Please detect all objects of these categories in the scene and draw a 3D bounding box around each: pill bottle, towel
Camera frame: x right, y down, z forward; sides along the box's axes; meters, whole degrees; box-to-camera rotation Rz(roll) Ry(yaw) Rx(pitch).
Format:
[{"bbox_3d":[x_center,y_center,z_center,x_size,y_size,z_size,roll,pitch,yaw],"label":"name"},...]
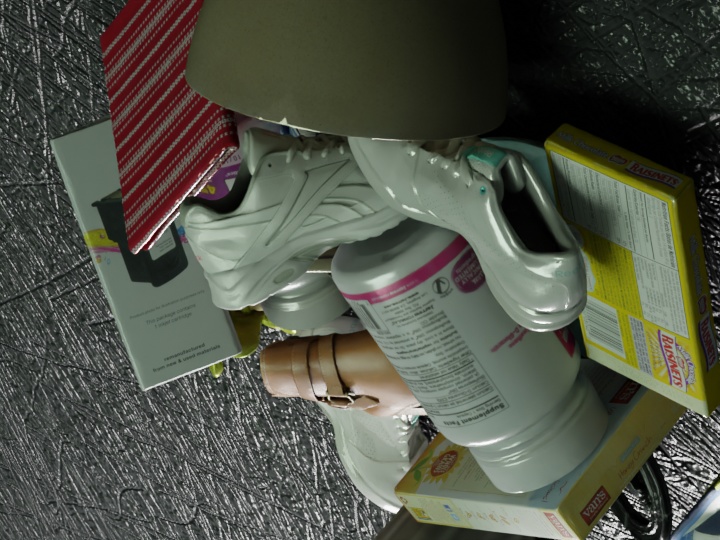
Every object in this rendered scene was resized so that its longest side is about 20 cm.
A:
[{"bbox_3d":[-0.067,-0.055,1.727,0.112,0.112,0.201,18,143,43],"label":"pill bottle"},{"bbox_3d":[0.078,0.045,1.568,0.113,0.113,0.200,0,130,56],"label":"pill bottle"},{"bbox_3d":[-0.133,-0.130,1.636,0.022,0.201,0.145,11,142,-32],"label":"towel"}]

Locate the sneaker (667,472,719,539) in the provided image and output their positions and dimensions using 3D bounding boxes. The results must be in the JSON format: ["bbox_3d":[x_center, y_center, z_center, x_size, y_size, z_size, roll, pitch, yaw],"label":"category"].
[{"bbox_3d":[0.271,0.177,1.613,0.082,0.074,0.200,39,155,7],"label":"sneaker"}]

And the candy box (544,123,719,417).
[{"bbox_3d":[0.174,0.002,1.465,0.102,0.026,0.201,25,148,34],"label":"candy box"}]

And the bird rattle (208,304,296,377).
[{"bbox_3d":[-0.110,-0.028,1.890,0.163,0.112,0.201,-28,93,51],"label":"bird rattle"}]

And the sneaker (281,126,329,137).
[{"bbox_3d":[-0.025,-0.112,1.612,0.082,0.074,0.201,3,130,57],"label":"sneaker"}]

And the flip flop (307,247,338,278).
[{"bbox_3d":[0.000,0.000,1.648,0.081,0.199,0.058,24,113,59],"label":"flip flop"}]

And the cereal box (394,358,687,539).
[{"bbox_3d":[0.128,0.124,1.663,0.040,0.144,0.200,52,154,-22],"label":"cereal box"}]

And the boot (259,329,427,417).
[{"bbox_3d":[0.000,0.066,1.753,0.154,0.074,0.200,5,156,4],"label":"boot"}]

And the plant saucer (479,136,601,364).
[{"bbox_3d":[0.148,-0.020,1.547,0.201,0.039,0.201,34,153,21],"label":"plant saucer"}]

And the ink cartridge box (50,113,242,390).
[{"bbox_3d":[-0.165,-0.021,1.776,0.146,0.082,0.201,-165,55,-84],"label":"ink cartridge box"}]

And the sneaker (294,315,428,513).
[{"bbox_3d":[0.024,0.122,1.907,0.088,0.075,0.200,-9,124,40],"label":"sneaker"}]

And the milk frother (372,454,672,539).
[{"bbox_3d":[0.115,0.200,1.739,0.180,0.188,0.200,38,154,11],"label":"milk frother"}]

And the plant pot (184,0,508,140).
[{"bbox_3d":[0.000,-0.171,1.411,0.200,0.200,0.135,23,113,38],"label":"plant pot"}]

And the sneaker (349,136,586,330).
[{"bbox_3d":[0.071,-0.057,1.445,0.200,0.075,0.089,44,158,21],"label":"sneaker"}]

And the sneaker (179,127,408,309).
[{"bbox_3d":[-0.030,-0.060,1.529,0.100,0.199,0.078,58,178,-19],"label":"sneaker"}]
